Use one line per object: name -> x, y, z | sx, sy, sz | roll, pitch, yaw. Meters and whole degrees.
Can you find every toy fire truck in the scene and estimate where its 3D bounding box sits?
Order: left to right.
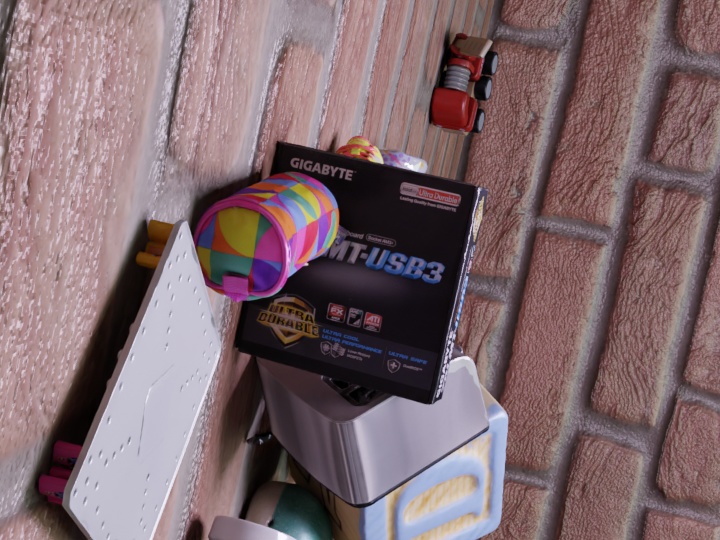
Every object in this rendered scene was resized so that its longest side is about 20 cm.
toy fire truck -> 0.193, -0.358, 2.138 | 0.200, 0.127, 0.178 | 29, 74, -69

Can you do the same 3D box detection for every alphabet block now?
alphabet block -> 0.037, 0.205, 1.342 | 0.200, 0.194, 0.198 | 46, -35, 45

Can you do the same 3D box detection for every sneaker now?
sneaker -> -0.010, -0.111, 1.300 | 0.200, 0.077, 0.092 | 66, 29, -85

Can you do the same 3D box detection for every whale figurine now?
whale figurine -> -0.082, 0.328, 1.343 | 0.201, 0.103, 0.160 | 86, 19, -59

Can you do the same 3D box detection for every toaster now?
toaster -> 0.001, 0.128, 1.165 | 0.199, 0.180, 0.120 | -27, 125, -24

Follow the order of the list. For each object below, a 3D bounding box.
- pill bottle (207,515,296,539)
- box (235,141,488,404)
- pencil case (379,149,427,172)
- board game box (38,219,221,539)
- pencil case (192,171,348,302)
pill bottle -> -0.123, 0.334, 1.053 | 0.112, 0.111, 0.202 | 83, 22, -67
box -> 0.000, 0.000, 1.057 | 0.050, 0.198, 0.201 | -6, 110, -72
pencil case -> 0.034, -0.065, 1.588 | 0.091, 0.082, 0.202 | 31, 72, -79
board game box -> -0.151, 0.096, 0.797 | 0.201, 0.026, 0.202 | 89, 17, -61
pencil case -> -0.072, -0.029, 0.947 | 0.200, 0.087, 0.089 | -36, 139, -75
